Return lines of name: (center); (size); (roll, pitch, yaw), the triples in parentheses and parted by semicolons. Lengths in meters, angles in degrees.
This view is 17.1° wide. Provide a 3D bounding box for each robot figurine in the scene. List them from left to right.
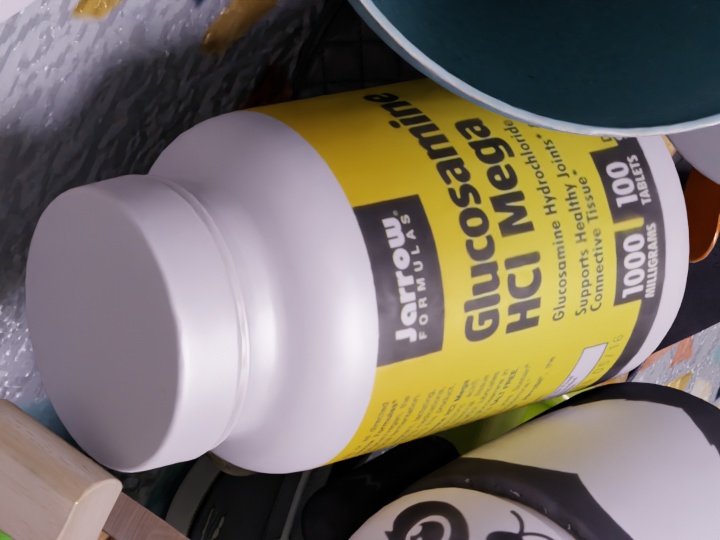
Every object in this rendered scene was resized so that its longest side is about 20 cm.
robot figurine: (0.071, 0.108, 0.776); (0.199, 0.150, 0.126); (-23, 94, -48)

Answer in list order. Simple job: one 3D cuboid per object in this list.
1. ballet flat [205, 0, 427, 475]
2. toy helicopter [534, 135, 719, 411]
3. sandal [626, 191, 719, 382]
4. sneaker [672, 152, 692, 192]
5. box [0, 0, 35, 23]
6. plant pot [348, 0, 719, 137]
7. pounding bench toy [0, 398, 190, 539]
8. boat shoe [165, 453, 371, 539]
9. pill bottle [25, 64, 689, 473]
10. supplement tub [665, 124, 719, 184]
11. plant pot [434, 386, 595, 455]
ballet flat: (-0.013, -0.010, 0.863); (0.066, 0.057, 0.201); (-15, 130, -57)
toy helicopter: (0.095, -0.033, 0.920); (0.131, 0.079, 0.201); (-9, 122, -18)
sandal: (0.092, 0.027, 0.999); (0.200, 0.076, 0.043); (-34, -148, 32)
sneaker: (0.099, -0.046, 1.014); (0.200, 0.079, 0.076); (-54, -163, 40)
box: (-0.055, -0.167, 0.571); (0.200, 0.101, 0.113); (-41, 149, -33)
plant pot: (0.064, -0.140, 0.751); (0.201, 0.199, 0.135); (-57, -171, -5)
pounding bench toy: (-0.115, 0.139, 0.762); (0.156, 0.124, 0.200); (-54, 154, -10)
boat shoe: (0.005, 0.051, 0.954); (0.200, 0.062, 0.073); (-50, 151, -20)
pill bottle: (0.000, 0.000, 0.758); (0.199, 0.112, 0.113); (-14, 131, -38)
supplement tub: (0.207, -0.088, 0.861); (0.199, 0.140, 0.141); (-3, 121, -44)
plant pot: (0.058, 0.183, 0.944); (0.181, 0.199, 0.201); (-35, -155, 45)
